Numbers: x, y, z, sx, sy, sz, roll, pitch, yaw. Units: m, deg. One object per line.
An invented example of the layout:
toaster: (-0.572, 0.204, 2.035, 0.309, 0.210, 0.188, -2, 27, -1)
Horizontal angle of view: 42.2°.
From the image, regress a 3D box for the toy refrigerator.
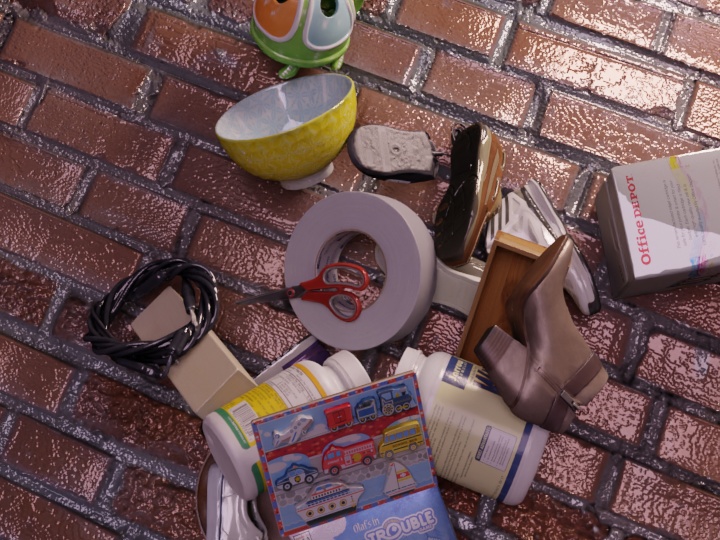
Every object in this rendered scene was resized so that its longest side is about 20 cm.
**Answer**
toy refrigerator: (-0.214, 0.113, 1.210, 0.076, 0.070, 0.200, -45, 49, -5)

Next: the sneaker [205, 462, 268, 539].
sneaker: (-0.151, 0.340, 1.155, 0.069, 0.073, 0.204, -3, 86, 9)

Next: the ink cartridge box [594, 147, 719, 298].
ink cartridge box: (0.415, -0.060, 1.194, 0.196, 0.145, 0.148, -9, 78, 3)

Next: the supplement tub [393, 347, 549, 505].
supplement tub: (0.129, 0.190, 1.165, 0.197, 0.145, 0.147, 21, 80, 9)

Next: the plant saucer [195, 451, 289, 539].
plant saucer: (-0.114, 0.293, 1.208, 0.196, 0.034, 0.205, 0, 87, 4)

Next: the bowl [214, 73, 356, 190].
bowl: (-0.088, -0.176, 1.270, 0.197, 0.201, 0.109, -19, 119, 1)

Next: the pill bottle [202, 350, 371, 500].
pill bottle: (-0.082, 0.181, 1.139, 0.198, 0.113, 0.114, -29, 76, -23)

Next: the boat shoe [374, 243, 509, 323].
boat shoe: (0.114, 0.004, 1.251, 0.199, 0.060, 0.073, 25, 122, 13)

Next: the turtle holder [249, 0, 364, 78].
turtle holder: (-0.059, -0.359, 1.293, 0.182, 0.133, 0.143, -1, 53, -19)

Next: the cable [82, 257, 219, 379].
cable: (-0.275, 0.050, 1.208, 0.197, 0.051, 0.165, 14, 66, 37)

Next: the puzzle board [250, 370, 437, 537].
puzzle board: (-0.014, 0.213, 1.077, 0.196, 0.017, 0.154, -16, 107, -9)

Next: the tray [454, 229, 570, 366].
tray: (0.188, 0.058, 1.186, 0.097, 0.037, 0.203, 20, 118, 9)

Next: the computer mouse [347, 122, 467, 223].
computer mouse: (0.072, -0.126, 1.267, 0.197, 0.046, 0.143, -5, 75, -26)

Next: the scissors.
scissors: (-0.079, 0.021, 1.218, 0.197, 0.014, 0.075, 6, 96, 26)

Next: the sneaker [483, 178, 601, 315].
sneaker: (0.233, -0.011, 1.247, 0.114, 0.076, 0.203, -29, 69, 7)

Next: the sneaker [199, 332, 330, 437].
sneaker: (-0.117, 0.175, 1.229, 0.199, 0.076, 0.088, -37, 89, 1)

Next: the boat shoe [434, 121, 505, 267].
boat shoe: (0.154, -0.097, 1.228, 0.073, 0.075, 0.203, 29, 65, -31)

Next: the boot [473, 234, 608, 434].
boot: (0.231, 0.081, 1.090, 0.146, 0.070, 0.201, 39, 85, -2)

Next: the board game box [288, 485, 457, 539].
board game box: (0.034, 0.383, 1.164, 0.197, 0.043, 0.202, -21, 88, 0)

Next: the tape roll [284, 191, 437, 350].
tape roll: (0.000, 0.000, 1.221, 0.197, 0.066, 0.205, 1, 92, 25)
